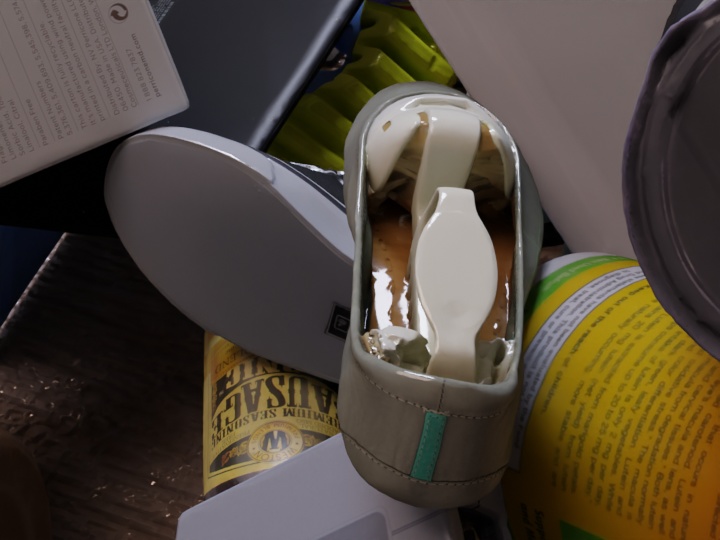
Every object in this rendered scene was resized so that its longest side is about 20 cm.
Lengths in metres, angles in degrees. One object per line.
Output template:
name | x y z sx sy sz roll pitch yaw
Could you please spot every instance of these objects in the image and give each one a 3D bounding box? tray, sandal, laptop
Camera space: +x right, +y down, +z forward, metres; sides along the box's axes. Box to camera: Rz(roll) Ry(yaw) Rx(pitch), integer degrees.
tray | 0.090 -0.070 0.791 0.107 0.200 0.022 -29 7 39
sandal | -0.010 -0.065 1.013 0.087 0.079 0.200 -15 35 51
laptop | -0.080 -0.054 1.027 0.200 0.116 0.187 7 53 35

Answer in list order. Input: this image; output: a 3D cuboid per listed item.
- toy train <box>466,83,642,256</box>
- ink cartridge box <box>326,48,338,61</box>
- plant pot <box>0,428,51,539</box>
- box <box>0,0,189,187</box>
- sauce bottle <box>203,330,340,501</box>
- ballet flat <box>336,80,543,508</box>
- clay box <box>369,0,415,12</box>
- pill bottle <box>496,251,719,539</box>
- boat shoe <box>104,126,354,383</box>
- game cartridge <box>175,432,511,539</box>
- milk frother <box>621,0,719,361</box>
toy train | 0.135 -0.054 0.843 0.200 0.114 0.085 -7 44 32
ink cartridge box | -0.060 -0.180 1.178 0.200 0.067 0.116 17 59 47
plant pot | -0.222 0.107 0.900 0.174 0.200 0.201 5 49 19
box | -0.184 -0.072 0.883 0.200 0.098 0.124 -25 14 -11
sauce bottle | -0.026 0.080 0.862 0.066 0.066 0.200 -24 38 14
ballet flat | 0.028 -0.013 0.729 0.067 0.064 0.200 6 42 -3
clay box | 0.101 -0.117 0.915 0.115 0.200 0.048 1 85 42
pill bottle | 0.128 0.068 0.714 0.111 0.111 0.200 -49 38 -18
boat shoe | 0.001 -0.002 0.864 0.199 0.074 0.068 23 30 13
game cartridge | -0.003 0.153 0.715 0.133 0.040 0.200 -26 58 30
milk frother | 0.180 -0.069 0.646 0.180 0.200 0.188 20 15 4
